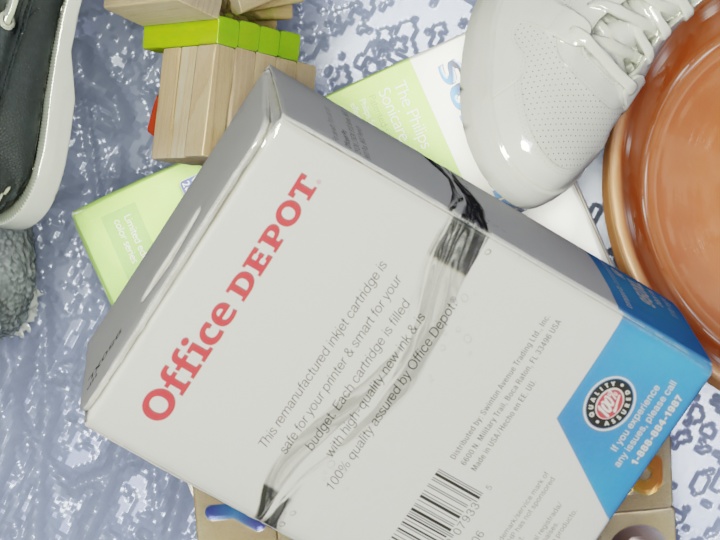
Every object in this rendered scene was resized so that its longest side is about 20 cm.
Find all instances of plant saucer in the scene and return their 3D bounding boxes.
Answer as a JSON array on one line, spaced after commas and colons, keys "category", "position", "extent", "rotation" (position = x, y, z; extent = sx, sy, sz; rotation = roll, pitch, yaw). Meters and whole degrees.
[{"category": "plant saucer", "position": [0.199, -0.033, 1.181], "extent": [0.200, 0.032, 0.200], "rotation": [2, 79, -10]}]

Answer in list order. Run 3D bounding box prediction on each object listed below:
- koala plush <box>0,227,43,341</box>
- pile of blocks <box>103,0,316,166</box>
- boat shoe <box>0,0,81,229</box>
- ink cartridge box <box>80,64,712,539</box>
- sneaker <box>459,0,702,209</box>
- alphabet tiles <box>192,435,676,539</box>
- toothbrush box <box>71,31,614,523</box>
[{"category": "koala plush", "position": [-0.215, -0.038, 1.176], "extent": [0.184, 0.177, 0.200], "rotation": [-43, 95, 0]}, {"category": "pile of blocks", "position": [-0.072, -0.131, 1.130], "extent": [0.062, 0.082, 0.200], "rotation": [0, 107, 44]}, {"category": "boat shoe", "position": [-0.144, -0.116, 1.073], "extent": [0.076, 0.060, 0.200], "rotation": [-4, 83, 43]}, {"category": "ink cartridge box", "position": [0.011, 0.035, 1.090], "extent": [0.200, 0.084, 0.145], "rotation": [30, 104, -14]}, {"category": "sneaker", "position": [0.116, -0.119, 1.126], "extent": [0.074, 0.116, 0.200], "rotation": [41, 53, -26]}, {"category": "alphabet tiles", "position": [0.031, 0.091, 1.159], "extent": [0.200, 0.006, 0.166], "rotation": [-5, 109, -3]}, {"category": "toothbrush box", "position": [0.000, 0.000, 1.194], "extent": [0.200, 0.086, 0.146], "rotation": [-25, 90, 6]}]
